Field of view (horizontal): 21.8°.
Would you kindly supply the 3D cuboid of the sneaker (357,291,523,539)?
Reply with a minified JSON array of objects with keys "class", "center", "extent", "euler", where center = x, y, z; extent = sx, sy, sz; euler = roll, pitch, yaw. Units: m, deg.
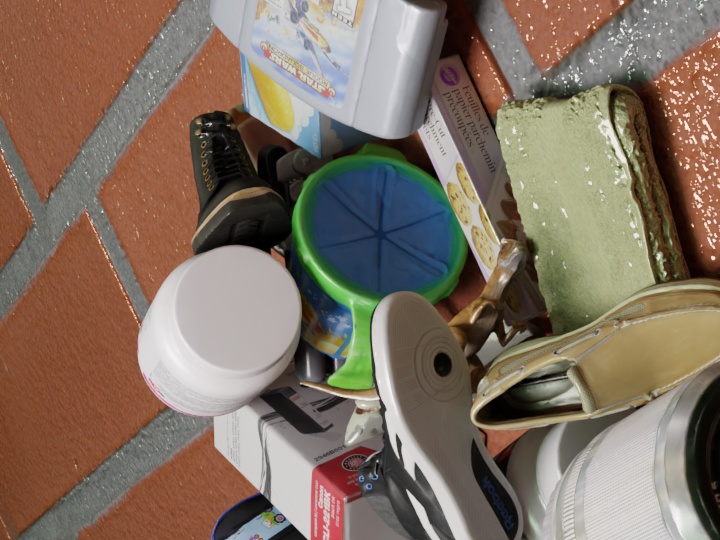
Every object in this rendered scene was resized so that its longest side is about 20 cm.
[{"class":"sneaker","center":[0.028,0.112,1.290],"extent":[0.112,0.073,0.200],"euler":[-7,109,51]}]

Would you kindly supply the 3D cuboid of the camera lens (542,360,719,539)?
[{"class":"camera lens","center":[0.220,0.151,1.157],"extent":[0.160,0.160,0.200],"euler":[62,151,10]}]

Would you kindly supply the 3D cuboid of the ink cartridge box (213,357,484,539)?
[{"class":"ink cartridge box","center":[-0.013,0.143,1.567],"extent":[0.200,0.144,0.084],"euler":[37,137,43]}]

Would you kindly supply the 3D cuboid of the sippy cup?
[{"class":"sippy cup","center":[0.000,0.000,1.450],"extent":[0.140,0.178,0.130],"euler":[40,146,8]}]

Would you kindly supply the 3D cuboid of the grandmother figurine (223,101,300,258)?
[{"class":"grandmother figurine","center":[-0.054,-0.053,1.597],"extent":[0.121,0.061,0.200],"euler":[-16,98,59]}]

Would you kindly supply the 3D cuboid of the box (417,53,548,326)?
[{"class":"box","center":[0.089,-0.058,1.363],"extent":[0.041,0.039,0.200],"euler":[-29,83,59]}]

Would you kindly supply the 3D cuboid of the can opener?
[{"class":"can opener","center":[-0.042,-0.007,1.547],"extent":[0.066,0.053,0.200],"euler":[9,109,61]}]

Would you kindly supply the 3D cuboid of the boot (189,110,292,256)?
[{"class":"boot","center":[-0.109,-0.078,1.487],"extent":[0.200,0.077,0.138],"euler":[128,132,-72]}]

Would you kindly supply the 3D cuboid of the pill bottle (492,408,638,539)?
[{"class":"pill bottle","center":[0.142,0.171,1.354],"extent":[0.114,0.114,0.200],"euler":[61,150,13]}]

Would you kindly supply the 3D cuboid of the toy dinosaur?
[{"class":"toy dinosaur","center":[0.061,0.063,1.336],"extent":[0.200,0.060,0.106],"euler":[-42,45,15]}]

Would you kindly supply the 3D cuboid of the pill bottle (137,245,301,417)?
[{"class":"pill bottle","center":[-0.108,0.047,1.442],"extent":[0.113,0.113,0.200],"euler":[65,165,5]}]

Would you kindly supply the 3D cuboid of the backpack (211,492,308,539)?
[{"class":"backpack","center":[-0.025,0.260,1.609],"extent":[0.183,0.200,0.135],"euler":[45,144,35]}]

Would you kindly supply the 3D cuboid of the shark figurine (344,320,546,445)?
[{"class":"shark figurine","center":[0.096,0.077,1.434],"extent":[0.214,0.128,0.090],"euler":[-21,122,39]}]

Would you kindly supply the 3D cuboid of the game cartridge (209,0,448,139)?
[{"class":"game cartridge","center":[-0.029,-0.185,1.360],"extent":[0.200,0.042,0.133],"euler":[36,131,24]}]

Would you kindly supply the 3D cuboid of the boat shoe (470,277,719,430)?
[{"class":"boat shoe","center":[0.159,0.066,1.200],"extent":[0.200,0.076,0.072],"euler":[-27,96,34]}]

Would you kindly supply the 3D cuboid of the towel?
[{"class":"towel","center":[0.162,-0.026,1.263],"extent":[0.148,0.036,0.200],"euler":[-2,110,60]}]

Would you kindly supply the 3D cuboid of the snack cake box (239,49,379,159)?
[{"class":"snack cake box","center":[-0.041,-0.202,1.457],"extent":[0.115,0.067,0.200],"euler":[36,138,46]}]
